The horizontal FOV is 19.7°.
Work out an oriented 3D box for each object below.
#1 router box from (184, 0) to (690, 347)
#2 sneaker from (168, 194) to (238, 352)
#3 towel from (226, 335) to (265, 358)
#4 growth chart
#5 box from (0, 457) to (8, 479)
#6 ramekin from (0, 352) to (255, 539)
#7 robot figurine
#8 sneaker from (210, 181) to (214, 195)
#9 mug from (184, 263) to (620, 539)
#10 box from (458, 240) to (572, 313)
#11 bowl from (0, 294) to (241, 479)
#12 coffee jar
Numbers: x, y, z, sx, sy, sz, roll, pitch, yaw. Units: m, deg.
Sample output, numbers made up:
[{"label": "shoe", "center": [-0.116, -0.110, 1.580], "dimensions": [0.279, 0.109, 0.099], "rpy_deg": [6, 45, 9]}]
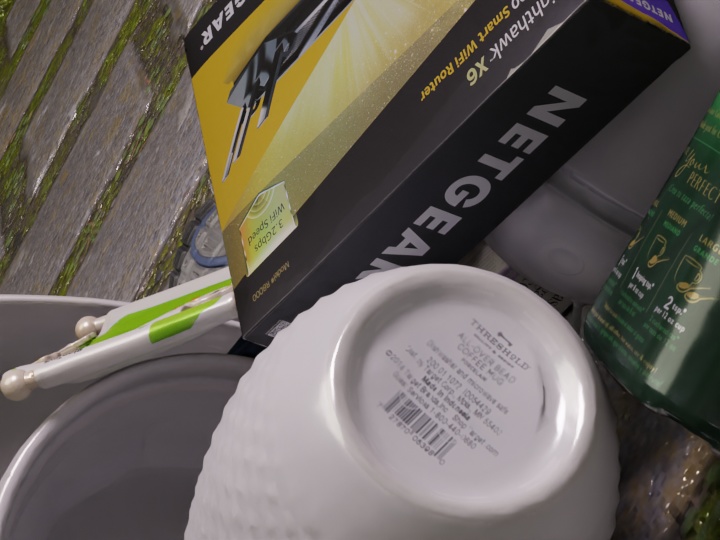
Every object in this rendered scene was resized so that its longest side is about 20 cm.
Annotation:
[{"label": "router box", "center": [0.019, -0.085, 0.777], "dimensions": [0.200, 0.052, 0.158], "rpy_deg": [-44, 44, 33]}, {"label": "sneaker", "center": [-0.024, -0.030, 1.107], "dimensions": [0.200, 0.087, 0.075], "rpy_deg": [-50, 38, 3]}, {"label": "towel", "center": [0.000, 0.000, 1.008], "dimensions": [0.200, 0.048, 0.112], "rpy_deg": [-53, 7, -27]}, {"label": "growth chart", "center": [-0.089, 0.022, 0.914], "dimensions": [0.143, 0.018, 0.200], "rpy_deg": [-21, 5, 6]}, {"label": "box", "center": [-0.191, 0.137, 1.193], "dimensions": [0.193, 0.199, 0.048], "rpy_deg": [-11, 54, 65]}, {"label": "ramekin", "center": [-0.072, 0.146, 0.889], "dimensions": [0.105, 0.198, 0.202], "rpy_deg": [134, 155, -62]}, {"label": "robot figurine", "center": [0.110, -0.070, 0.792], "dimensions": [0.170, 0.112, 0.201], "rpy_deg": [45, 111, 34]}, {"label": "sneaker", "center": [-0.036, -0.050, 0.990], "dimensions": [0.080, 0.074, 0.200], "rpy_deg": [-52, 14, 18]}, {"label": "mug", "center": [0.032, 0.100, 0.716], "dimensions": [0.147, 0.201, 0.176], "rpy_deg": [-28, -21, -25]}, {"label": "box", "center": [0.049, 0.024, 0.946], "dimensions": [0.200, 0.038, 0.042], "rpy_deg": [-46, 26, 42]}, {"label": "bowl", "center": [-0.140, 0.115, 1.059], "dimensions": [0.075, 0.198, 0.202], "rpy_deg": [-178, 94, -77]}, {"label": "coffee jar", "center": [0.157, -0.038, 0.671], "dimensions": [0.201, 0.085, 0.104], "rpy_deg": [-62, 16, 10]}]
